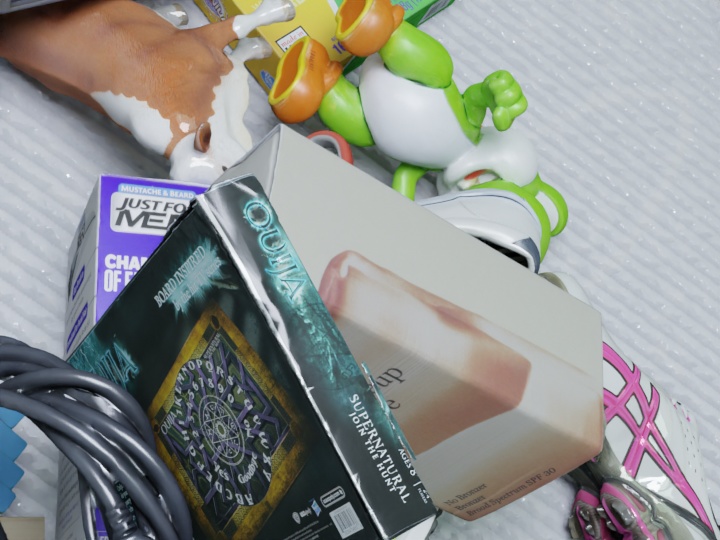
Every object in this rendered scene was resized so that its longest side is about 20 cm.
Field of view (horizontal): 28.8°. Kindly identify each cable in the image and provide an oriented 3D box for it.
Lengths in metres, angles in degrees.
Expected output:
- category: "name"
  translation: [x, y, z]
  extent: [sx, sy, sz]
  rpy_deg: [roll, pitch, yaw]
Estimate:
- category: "cable"
  translation: [-0.132, 0.124, 0.596]
  extent: [0.051, 0.163, 0.200]
  rpy_deg: [-21, 91, -45]

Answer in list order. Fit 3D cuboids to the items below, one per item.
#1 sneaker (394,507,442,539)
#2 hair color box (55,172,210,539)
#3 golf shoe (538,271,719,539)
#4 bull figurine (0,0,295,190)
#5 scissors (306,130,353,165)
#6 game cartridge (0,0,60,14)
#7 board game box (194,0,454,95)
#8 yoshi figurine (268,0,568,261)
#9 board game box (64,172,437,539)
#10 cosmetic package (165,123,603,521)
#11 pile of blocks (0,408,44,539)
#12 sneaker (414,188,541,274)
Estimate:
- category: "sneaker"
  translation: [0.002, 0.104, 0.757]
  extent: [0.090, 0.078, 0.200]
  rpy_deg: [34, 52, -5]
- category: "hair color box"
  translation: [-0.114, 0.065, 0.706]
  extent: [0.065, 0.109, 0.200]
  rpy_deg: [4, 70, -19]
- category: "golf shoe"
  translation: [0.150, 0.091, 0.818]
  extent: [0.092, 0.073, 0.200]
  rpy_deg: [-21, 88, -32]
- category: "bull figurine"
  translation: [-0.111, -0.114, 0.766]
  extent: [0.200, 0.065, 0.121]
  rpy_deg: [31, 53, 24]
- category: "scissors"
  translation: [-0.041, 0.011, 0.720]
  extent: [0.073, 0.014, 0.200]
  rpy_deg: [-9, 54, 18]
- category: "game cartridge"
  translation: [-0.158, -0.204, 0.749]
  extent: [0.200, 0.038, 0.130]
  rpy_deg: [-24, 71, -41]
- category: "board game box"
  translation: [-0.049, -0.217, 0.874]
  extent: [0.153, 0.040, 0.200]
  rpy_deg: [-38, 86, -27]
- category: "yoshi figurine"
  translation: [0.047, -0.063, 0.803]
  extent: [0.200, 0.112, 0.112]
  rpy_deg: [38, 74, -26]
- category: "board game box"
  translation: [-0.056, 0.063, 0.553]
  extent: [0.028, 0.200, 0.135]
  rpy_deg: [-23, 81, -33]
- category: "cosmetic package"
  translation: [0.010, 0.032, 0.663]
  extent: [0.200, 0.103, 0.087]
  rpy_deg: [28, 47, -24]
- category: "pile of blocks"
  translation: [-0.202, 0.115, 0.687]
  extent: [0.082, 0.062, 0.200]
  rpy_deg: [9, 75, -30]
- category: "sneaker"
  translation: [0.000, 0.000, 0.753]
  extent: [0.200, 0.071, 0.073]
  rpy_deg: [-16, 107, 5]
